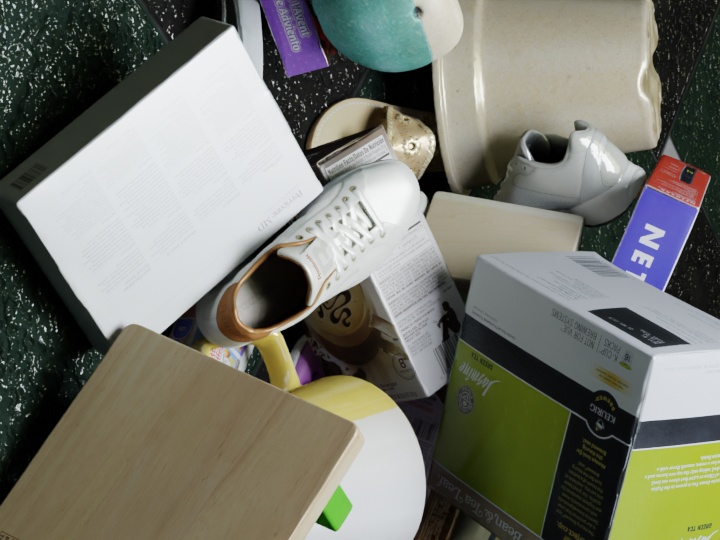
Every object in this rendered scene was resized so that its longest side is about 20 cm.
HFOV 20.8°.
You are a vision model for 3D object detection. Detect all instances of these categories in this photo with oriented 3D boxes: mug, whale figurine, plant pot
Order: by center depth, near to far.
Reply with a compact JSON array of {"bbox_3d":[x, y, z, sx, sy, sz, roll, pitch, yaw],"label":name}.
[{"bbox_3d":[-0.068,0.151,1.443,0.152,0.186,0.150,-8,130,-49],"label":"mug"},{"bbox_3d":[0.005,-0.227,1.504,0.200,0.103,0.160,-119,-176,-57],"label":"whale figurine"},{"bbox_3d":[0.170,-0.171,1.731,0.200,0.182,0.203,-3,90,-77],"label":"plant pot"}]

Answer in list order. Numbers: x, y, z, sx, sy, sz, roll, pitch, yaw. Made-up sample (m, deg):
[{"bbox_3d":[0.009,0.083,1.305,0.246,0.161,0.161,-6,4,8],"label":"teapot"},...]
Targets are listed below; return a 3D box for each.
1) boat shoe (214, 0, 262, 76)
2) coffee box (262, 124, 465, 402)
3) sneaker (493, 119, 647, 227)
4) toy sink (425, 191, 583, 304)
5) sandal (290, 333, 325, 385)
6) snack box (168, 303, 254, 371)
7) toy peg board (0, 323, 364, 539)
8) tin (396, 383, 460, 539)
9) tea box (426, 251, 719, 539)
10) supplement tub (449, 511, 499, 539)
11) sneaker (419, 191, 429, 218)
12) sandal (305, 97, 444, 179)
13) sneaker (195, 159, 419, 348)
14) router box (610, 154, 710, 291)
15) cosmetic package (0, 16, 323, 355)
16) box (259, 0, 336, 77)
[{"bbox_3d":[-0.106,-0.130,1.484,0.056,0.069,0.202,3,72,-12],"label":"boat shoe"},{"bbox_3d":[0.000,0.000,1.540,0.080,0.113,0.201,-33,102,-38],"label":"coffee box"},{"bbox_3d":[0.147,-0.075,1.673,0.092,0.199,0.076,50,45,-17],"label":"sneaker"},{"bbox_3d":[0.109,0.053,1.657,0.112,0.129,0.201,-68,165,-46],"label":"toy sink"},{"bbox_3d":[-0.033,0.149,1.578,0.082,0.049,0.205,31,62,-51],"label":"sandal"},{"bbox_3d":[-0.127,0.096,1.466,0.072,0.024,0.201,50,49,-42],"label":"snack box"},{"bbox_3d":[-0.118,0.171,1.304,0.201,0.198,0.098,-56,149,-21],"label":"toy peg board"},{"bbox_3d":[0.028,0.181,1.589,0.042,0.112,0.202,23,86,-42],"label":"tin"},{"bbox_3d":[0.174,0.112,1.469,0.133,0.200,0.199,-1,112,-38],"label":"tea box"},{"bbox_3d":[0.100,0.205,1.685,0.199,0.143,0.146,24,68,-52],"label":"supplement tub"},{"bbox_3d":[0.011,0.027,1.653,0.072,0.072,0.202,-18,116,-83],"label":"sneaker"},{"bbox_3d":[0.040,-0.112,1.689,0.211,0.069,0.078,-7,93,-56],"label":"sandal"},{"bbox_3d":[-0.024,-0.010,1.419,0.200,0.085,0.073,-40,102,-18],"label":"sneaker"},{"bbox_3d":[0.230,0.013,1.652,0.179,0.049,0.202,-38,151,-74],"label":"router box"},{"bbox_3d":[-0.138,-0.056,1.372,0.200,0.052,0.151,-41,122,-19],"label":"cosmetic package"},{"bbox_3d":[-0.043,-0.257,1.556,0.200,0.039,0.138,-69,142,-58],"label":"box"}]
